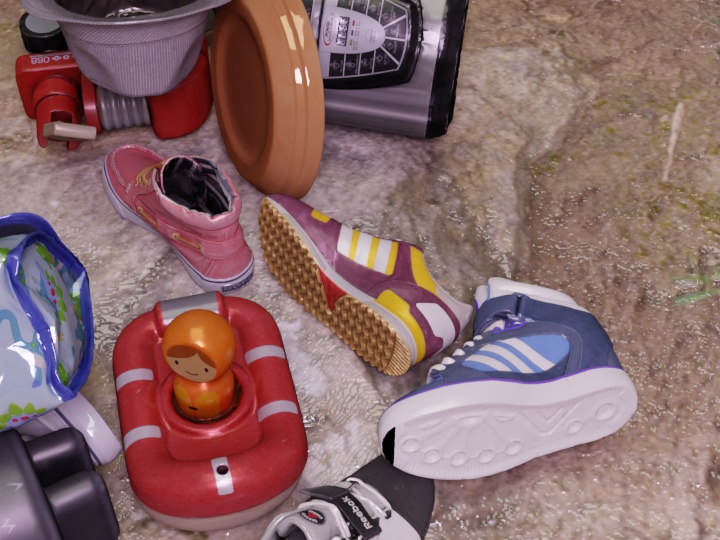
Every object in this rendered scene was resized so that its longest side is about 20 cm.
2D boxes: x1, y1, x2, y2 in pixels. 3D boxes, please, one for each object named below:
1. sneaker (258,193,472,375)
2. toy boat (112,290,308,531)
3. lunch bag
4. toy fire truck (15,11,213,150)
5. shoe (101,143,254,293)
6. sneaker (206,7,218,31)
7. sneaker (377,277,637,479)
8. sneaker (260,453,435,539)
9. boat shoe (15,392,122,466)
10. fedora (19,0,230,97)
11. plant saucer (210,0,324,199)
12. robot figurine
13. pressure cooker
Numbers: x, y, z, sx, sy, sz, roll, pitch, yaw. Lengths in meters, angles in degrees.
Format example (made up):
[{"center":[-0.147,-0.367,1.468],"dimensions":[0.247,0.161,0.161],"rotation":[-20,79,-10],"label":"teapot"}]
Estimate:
[{"center":[0.000,0.000,0.969],"dimensions":[0.090,0.075,0.200],"rotation":[-27,59,-32],"label":"sneaker"},{"center":[-0.111,0.081,0.849],"dimensions":[0.130,0.131,0.200],"rotation":[-11,49,-9],"label":"toy boat"},{"center":[-0.274,0.041,0.800],"dimensions":[0.170,0.128,0.200],"rotation":[-18,9,-2],"label":"lunch bag"},{"center":[-0.220,-0.156,1.071],"dimensions":[0.176,0.129,0.200],"rotation":[-7,52,-7],"label":"toy fire truck"},{"center":[-0.159,-0.071,1.013],"dimensions":[0.071,0.091,0.200],"rotation":[-30,53,-24],"label":"shoe"},{"center":[-0.229,-0.250,1.197],"dimensions":[0.200,0.074,0.079],"rotation":[-1,57,7],"label":"sneaker"},{"center":[0.090,0.070,0.884],"dimensions":[0.200,0.081,0.146],"rotation":[-9,38,-15],"label":"sneaker"},{"center":[-0.017,0.179,0.791],"dimensions":[0.074,0.089,0.200],"rotation":[29,53,25],"label":"sneaker"},{"center":[-0.257,0.100,0.881],"dimensions":[0.200,0.074,0.067],"rotation":[27,60,38],"label":"boat shoe"},{"center":[-0.187,-0.205,0.987],"dimensions":[0.177,0.090,0.200],"rotation":[-13,38,-17],"label":"fedora"},{"center":[-0.086,-0.155,1.014],"dimensions":[0.037,0.200,0.200],"rotation":[-11,48,-24],"label":"plant saucer"},{"center":[-0.261,0.174,0.768],"dimensions":[0.200,0.125,0.150],"rotation":[-21,7,-18],"label":"robot figurine"},{"center":[-0.005,-0.214,1.084],"dimensions":[0.200,0.179,0.176],"rotation":[10,54,4],"label":"pressure cooker"}]
